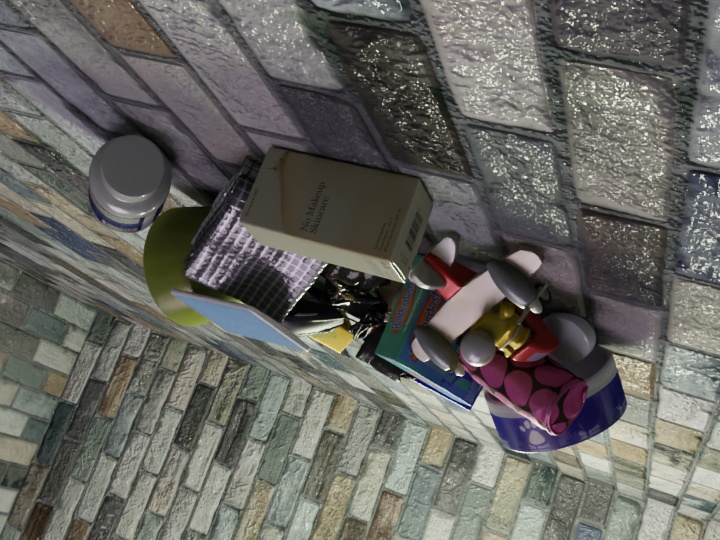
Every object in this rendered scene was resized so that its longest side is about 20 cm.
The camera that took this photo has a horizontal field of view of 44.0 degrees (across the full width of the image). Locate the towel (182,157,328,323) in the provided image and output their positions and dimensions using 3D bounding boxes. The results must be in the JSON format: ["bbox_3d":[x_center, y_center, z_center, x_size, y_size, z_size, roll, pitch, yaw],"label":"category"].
[{"bbox_3d":[-0.130,-0.030,1.180,0.164,0.086,0.200,24,130,-19],"label":"towel"}]

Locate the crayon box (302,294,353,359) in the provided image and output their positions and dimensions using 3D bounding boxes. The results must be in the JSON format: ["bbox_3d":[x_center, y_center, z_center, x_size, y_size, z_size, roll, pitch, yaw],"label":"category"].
[{"bbox_3d":[-0.085,0.069,1.612,0.199,0.052,0.126,34,-162,-41],"label":"crayon box"}]

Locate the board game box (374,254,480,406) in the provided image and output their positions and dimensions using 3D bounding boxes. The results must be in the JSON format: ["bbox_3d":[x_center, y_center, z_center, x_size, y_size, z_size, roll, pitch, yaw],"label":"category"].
[{"bbox_3d":[0.122,0.090,1.286,0.045,0.154,0.199,14,165,46],"label":"board game box"}]

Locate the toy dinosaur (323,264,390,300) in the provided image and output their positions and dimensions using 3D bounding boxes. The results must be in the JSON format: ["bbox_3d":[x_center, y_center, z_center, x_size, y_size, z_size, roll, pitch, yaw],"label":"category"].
[{"bbox_3d":[0.000,0.000,1.283,0.197,0.078,0.102,18,160,2],"label":"toy dinosaur"}]

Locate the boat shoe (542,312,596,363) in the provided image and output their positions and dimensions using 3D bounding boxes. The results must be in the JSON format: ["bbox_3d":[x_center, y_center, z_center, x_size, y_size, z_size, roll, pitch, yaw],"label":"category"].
[{"bbox_3d":[0.283,0.088,1.231,0.072,0.067,0.200,57,164,7],"label":"boat shoe"}]

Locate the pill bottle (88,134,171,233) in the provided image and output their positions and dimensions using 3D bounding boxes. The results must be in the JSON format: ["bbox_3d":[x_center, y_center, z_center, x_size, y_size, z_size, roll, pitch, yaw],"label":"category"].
[{"bbox_3d":[-0.320,-0.121,1.235,0.110,0.112,0.200,24,166,-13],"label":"pill bottle"}]

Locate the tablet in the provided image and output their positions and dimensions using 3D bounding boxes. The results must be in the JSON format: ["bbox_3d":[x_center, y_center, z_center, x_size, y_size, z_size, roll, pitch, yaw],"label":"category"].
[{"bbox_3d":[-0.171,0.068,1.252,0.198,0.014,0.130,8,156,46],"label":"tablet"}]

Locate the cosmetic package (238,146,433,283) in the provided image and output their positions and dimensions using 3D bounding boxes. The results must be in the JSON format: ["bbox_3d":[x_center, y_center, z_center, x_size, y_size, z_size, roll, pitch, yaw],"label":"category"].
[{"bbox_3d":[-0.028,-0.066,1.026,0.197,0.105,0.073,14,164,23],"label":"cosmetic package"}]

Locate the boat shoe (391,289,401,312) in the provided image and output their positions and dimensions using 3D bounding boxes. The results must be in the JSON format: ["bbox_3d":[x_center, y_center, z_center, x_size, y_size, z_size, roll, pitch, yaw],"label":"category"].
[{"bbox_3d":[0.109,0.061,1.350,0.063,0.072,0.199,-11,171,26],"label":"boat shoe"}]

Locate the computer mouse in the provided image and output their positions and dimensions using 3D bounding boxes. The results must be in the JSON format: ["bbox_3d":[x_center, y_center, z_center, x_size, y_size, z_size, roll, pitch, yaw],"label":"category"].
[{"bbox_3d":[-0.058,0.068,1.312,0.197,0.047,0.140,14,153,-20],"label":"computer mouse"}]

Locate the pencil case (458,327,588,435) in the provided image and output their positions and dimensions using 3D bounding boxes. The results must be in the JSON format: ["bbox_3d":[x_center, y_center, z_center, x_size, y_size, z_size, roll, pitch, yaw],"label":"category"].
[{"bbox_3d":[0.223,0.139,1.216,0.200,0.093,0.092,39,143,47],"label":"pencil case"}]

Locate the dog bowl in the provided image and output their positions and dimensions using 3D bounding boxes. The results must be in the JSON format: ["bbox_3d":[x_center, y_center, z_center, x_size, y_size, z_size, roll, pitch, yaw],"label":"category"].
[{"bbox_3d":[0.288,0.188,1.320,0.199,0.198,0.080,-6,107,62],"label":"dog bowl"}]

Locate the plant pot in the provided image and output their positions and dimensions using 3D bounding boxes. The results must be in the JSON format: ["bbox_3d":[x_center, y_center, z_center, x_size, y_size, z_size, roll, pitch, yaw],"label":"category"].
[{"bbox_3d":[-0.195,-0.020,1.356,0.198,0.190,0.187,-10,151,34],"label":"plant pot"}]

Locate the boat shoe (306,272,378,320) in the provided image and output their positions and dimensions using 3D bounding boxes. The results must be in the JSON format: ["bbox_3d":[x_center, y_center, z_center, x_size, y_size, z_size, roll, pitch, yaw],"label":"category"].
[{"bbox_3d":[-0.053,0.030,1.394,0.199,0.066,0.075,38,142,13],"label":"boat shoe"}]

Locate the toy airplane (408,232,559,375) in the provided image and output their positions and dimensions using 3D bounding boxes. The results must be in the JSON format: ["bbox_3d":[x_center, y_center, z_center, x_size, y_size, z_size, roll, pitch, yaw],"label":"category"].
[{"bbox_3d":[0.144,0.052,1.121,0.196,0.142,0.201,-1,137,18],"label":"toy airplane"}]

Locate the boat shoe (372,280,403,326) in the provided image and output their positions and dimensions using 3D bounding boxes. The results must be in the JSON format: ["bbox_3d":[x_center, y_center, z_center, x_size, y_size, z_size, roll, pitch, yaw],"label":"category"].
[{"bbox_3d":[0.049,0.051,1.424,0.073,0.070,0.200,21,165,6],"label":"boat shoe"}]

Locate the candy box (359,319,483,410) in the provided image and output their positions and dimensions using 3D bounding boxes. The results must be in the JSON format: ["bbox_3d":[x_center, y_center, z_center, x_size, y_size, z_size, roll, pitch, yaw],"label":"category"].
[{"bbox_3d":[0.108,0.149,1.594,0.199,0.078,0.169,31,-174,-29],"label":"candy box"}]

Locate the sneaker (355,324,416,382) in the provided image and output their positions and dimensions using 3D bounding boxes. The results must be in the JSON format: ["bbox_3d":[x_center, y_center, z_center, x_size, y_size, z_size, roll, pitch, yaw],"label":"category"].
[{"bbox_3d":[0.067,0.124,1.373,0.091,0.076,0.199,41,-154,13],"label":"sneaker"}]
